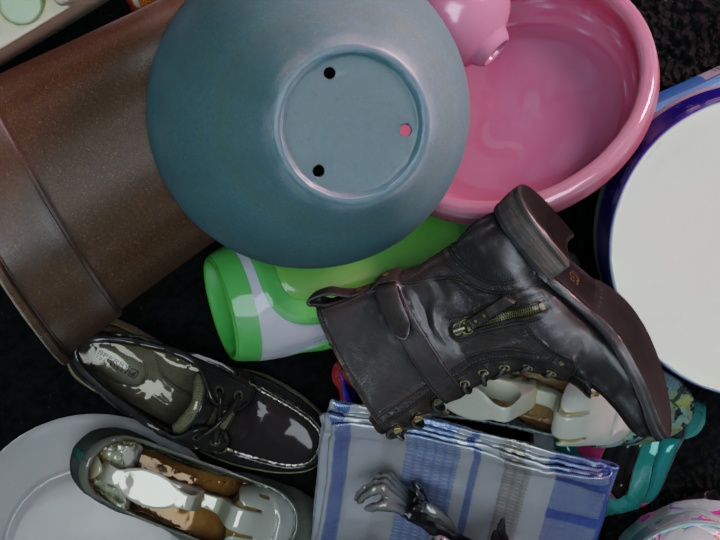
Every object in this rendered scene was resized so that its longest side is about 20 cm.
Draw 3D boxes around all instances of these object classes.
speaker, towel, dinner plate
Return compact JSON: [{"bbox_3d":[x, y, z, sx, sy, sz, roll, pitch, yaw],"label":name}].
[{"bbox_3d":[0.000,0.000,1.331,0.200,0.088,0.089,-15,98,-15],"label":"speaker"},{"bbox_3d":[0.065,0.159,1.336,0.200,0.024,0.147,12,134,4],"label":"towel"},{"bbox_3d":[-0.189,0.202,1.416,0.200,0.024,0.201,0,98,2],"label":"dinner plate"}]

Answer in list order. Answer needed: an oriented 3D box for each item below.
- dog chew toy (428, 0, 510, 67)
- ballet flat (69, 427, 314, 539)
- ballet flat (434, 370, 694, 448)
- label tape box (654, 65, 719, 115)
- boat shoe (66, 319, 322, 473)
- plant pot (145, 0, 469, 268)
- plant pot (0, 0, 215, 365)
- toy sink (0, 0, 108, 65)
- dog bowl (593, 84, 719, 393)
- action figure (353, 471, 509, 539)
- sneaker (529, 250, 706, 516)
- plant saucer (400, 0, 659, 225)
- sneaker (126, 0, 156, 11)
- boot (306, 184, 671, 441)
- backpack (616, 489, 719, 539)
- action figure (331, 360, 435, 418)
[{"bbox_3d":[0.017,-0.209,1.291,0.200,0.125,0.125,43,97,8],"label":"dog chew toy"},{"bbox_3d":[-0.107,0.165,1.372,0.200,0.064,0.067,22,87,-12],"label":"ballet flat"},{"bbox_3d":[0.117,0.086,1.302,0.200,0.074,0.074,9,99,13],"label":"ballet flat"},{"bbox_3d":[0.272,-0.042,1.356,0.143,0.066,0.200,-24,100,4],"label":"label tape box"},{"bbox_3d":[-0.115,0.094,1.377,0.200,0.065,0.073,21,96,-3],"label":"boat shoe"},{"bbox_3d":[-0.019,-0.091,1.171,0.200,0.135,0.200,-2,100,-13],"label":"plant pot"},{"bbox_3d":[-0.160,-0.073,1.300,0.198,0.200,0.200,-30,97,-4],"label":"plant pot"},{"bbox_3d":[-0.247,-0.203,1.268,0.112,0.200,0.130,-30,98,4],"label":"toy sink"},{"bbox_3d":[0.255,-0.020,1.287,0.200,0.079,0.200,0,100,0],"label":"dog bowl"},{"bbox_3d":[0.022,0.204,1.292,0.200,0.119,0.102,-23,124,39],"label":"action figure"},{"bbox_3d":[0.177,0.081,1.362,0.121,0.084,0.200,0,106,6],"label":"sneaker"},{"bbox_3d":[0.101,-0.110,1.310,0.200,0.051,0.201,-9,58,15],"label":"plant saucer"},{"bbox_3d":[-0.155,-0.271,1.324,0.077,0.073,0.200,-13,101,-8],"label":"sneaker"},{"bbox_3d":[0.082,0.057,1.250,0.174,0.069,0.200,-35,93,20],"label":"boot"},{"bbox_3d":[0.258,0.252,1.365,0.167,0.127,0.200,-37,97,6],"label":"backpack"},{"bbox_3d":[0.030,0.117,1.363,0.065,0.099,0.200,-35,94,21],"label":"action figure"}]
